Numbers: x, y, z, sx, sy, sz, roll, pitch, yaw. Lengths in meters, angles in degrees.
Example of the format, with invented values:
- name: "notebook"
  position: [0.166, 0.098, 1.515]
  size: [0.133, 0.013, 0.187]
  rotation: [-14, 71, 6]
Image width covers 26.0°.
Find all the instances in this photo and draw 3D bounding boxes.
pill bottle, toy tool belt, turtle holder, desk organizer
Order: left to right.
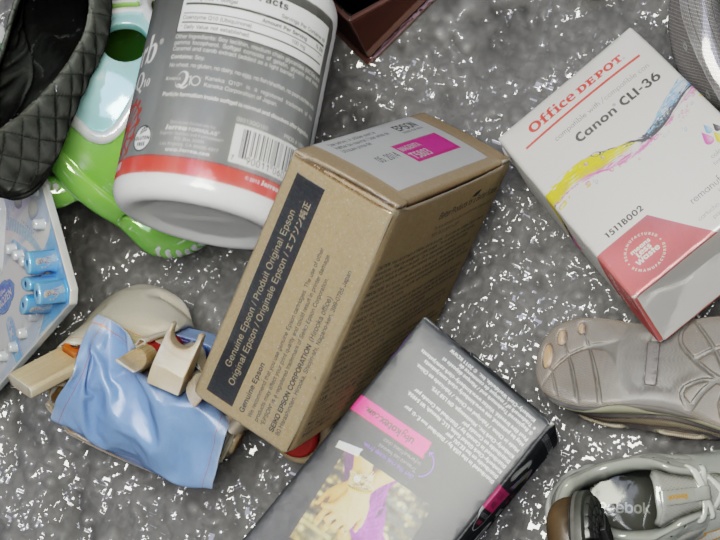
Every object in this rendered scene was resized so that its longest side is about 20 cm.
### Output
- name: "turtle holder"
  position: [-0.154, -0.099, 1.043]
  size: [0.132, 0.141, 0.186]
  rotation: [-41, 44, 16]
- name: "toy tool belt"
  position: [-0.118, 0.090, 1.013]
  size: [0.198, 0.123, 0.126]
  rotation: [20, 108, 14]
- name: "pill bottle"
  position: [-0.076, -0.124, 0.953]
  size: [0.114, 0.116, 0.203]
  rotation: [8, 76, 12]
- name: "desk organizer"
  position: [-0.042, -0.247, 1.101]
  size: [0.072, 0.077, 0.200]
  rotation: [-44, 74, -1]

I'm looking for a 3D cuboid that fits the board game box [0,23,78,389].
- name: "board game box"
  position: [-0.261, -0.030, 1.050]
  size: [0.026, 0.200, 0.202]
  rotation: [-7, 69, -36]

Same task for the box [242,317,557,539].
- name: "box"
  position: [0.023, 0.145, 0.980]
  size: [0.106, 0.122, 0.200]
  rotation: [40, 88, 14]

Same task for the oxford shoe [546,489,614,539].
- name: "oxford shoe"
  position: [0.112, 0.222, 0.936]
  size: [0.083, 0.073, 0.202]
  rotation: [7, 112, 18]

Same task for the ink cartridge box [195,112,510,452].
- name: "ink cartridge box"
  position: [0.000, 0.000, 0.951]
  size: [0.075, 0.200, 0.166]
  rotation: [30, 111, 16]

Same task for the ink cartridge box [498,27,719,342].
- name: "ink cartridge box"
  position: [0.170, -0.069, 0.991]
  size: [0.116, 0.068, 0.201]
  rotation: [-39, 51, 4]

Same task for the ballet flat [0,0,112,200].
- name: "ballet flat"
  position: [-0.198, -0.138, 0.970]
  size: [0.066, 0.057, 0.202]
  rotation: [3, 63, 13]

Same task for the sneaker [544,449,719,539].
- name: "sneaker"
  position: [0.211, 0.143, 0.961]
  size: [0.197, 0.092, 0.077]
  rotation: [-11, 75, 7]

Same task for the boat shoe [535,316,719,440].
- name: "boat shoe"
  position: [0.212, 0.070, 0.987]
  size: [0.198, 0.073, 0.075]
  rotation: [9, 74, 19]

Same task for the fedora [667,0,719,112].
- name: "fedora"
  position: [0.267, -0.141, 0.997]
  size: [0.176, 0.090, 0.201]
  rotation: [-36, 93, -24]
